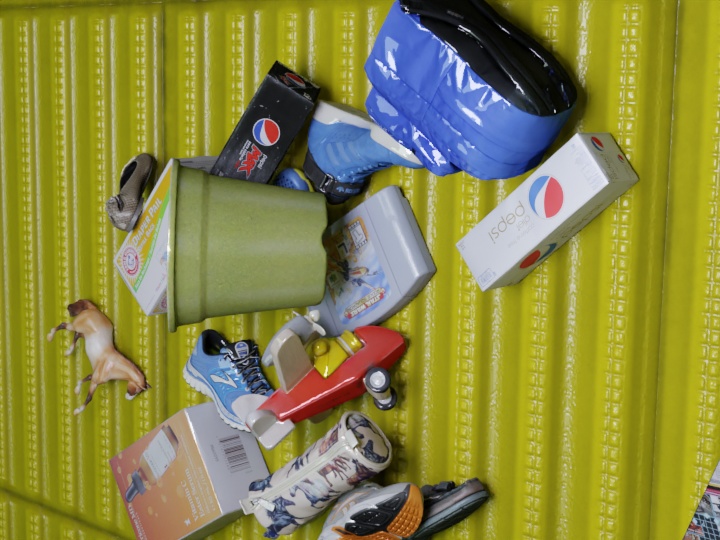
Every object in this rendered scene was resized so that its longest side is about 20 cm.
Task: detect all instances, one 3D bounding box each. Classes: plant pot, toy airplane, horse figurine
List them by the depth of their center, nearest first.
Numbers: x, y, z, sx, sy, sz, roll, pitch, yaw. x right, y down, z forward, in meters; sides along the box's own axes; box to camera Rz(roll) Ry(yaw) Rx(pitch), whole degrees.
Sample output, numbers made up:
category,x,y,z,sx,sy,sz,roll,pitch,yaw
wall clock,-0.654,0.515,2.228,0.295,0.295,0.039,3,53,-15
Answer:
category,x,y,z,sx,sy,sz,roll,pitch,yaw
plant pot,-0.131,-0.026,1.465,0.200,0.181,0.204,-178,90,-83
toy airplane,-0.066,0.125,1.498,0.200,0.197,0.143,-46,56,39
horse figurine,-0.405,0.121,1.892,0.132,0.050,0.202,-35,67,26

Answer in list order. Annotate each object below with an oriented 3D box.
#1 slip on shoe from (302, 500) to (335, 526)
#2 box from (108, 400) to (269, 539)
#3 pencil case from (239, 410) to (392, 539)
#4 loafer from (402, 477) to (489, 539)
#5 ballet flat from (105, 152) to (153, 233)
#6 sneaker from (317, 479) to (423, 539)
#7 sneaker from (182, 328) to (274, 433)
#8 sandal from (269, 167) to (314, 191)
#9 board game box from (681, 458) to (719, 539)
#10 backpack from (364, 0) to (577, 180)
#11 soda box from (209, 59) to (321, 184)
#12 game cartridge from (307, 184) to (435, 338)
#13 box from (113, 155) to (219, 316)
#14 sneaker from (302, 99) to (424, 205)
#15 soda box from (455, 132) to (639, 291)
category,x,y,z,sx,sy,sz,roll,pitch,yaw
slip on shoe,-0.048,0.261,1.586,0.200,0.073,0.062,-47,63,40
box,-0.234,0.287,1.729,0.199,0.106,0.154,-35,73,38
pencil case,-0.050,0.241,1.478,0.199,0.089,0.079,-39,72,31
loafer,0.071,0.287,1.485,0.200,0.071,0.064,-43,62,39
ballet flat,-0.321,-0.114,1.720,0.068,0.046,0.201,-58,17,25
sneaker,0.010,0.277,1.480,0.200,0.075,0.093,-40,29,46
sneaker,-0.163,0.144,1.665,0.199,0.078,0.090,33,119,34
sandal,-0.124,-0.042,1.601,0.079,0.086,0.202,44,120,30
board game box,0.416,0.270,1.195,0.199,0.034,0.137,35,117,33
backpack,0.120,-0.184,1.321,0.199,0.162,0.169,39,129,16
soda box,-0.127,-0.151,1.532,0.070,0.064,0.201,31,116,-7
game cartridge,0.000,0.000,1.530,0.199,0.041,0.135,-33,70,39
box,-0.231,-0.046,1.678,0.102,0.112,0.201,53,127,23
sneaker,0.005,-0.123,1.478,0.199,0.076,0.113,27,107,41
soda box,0.195,-0.060,1.325,0.200,0.068,0.064,-43,68,36
